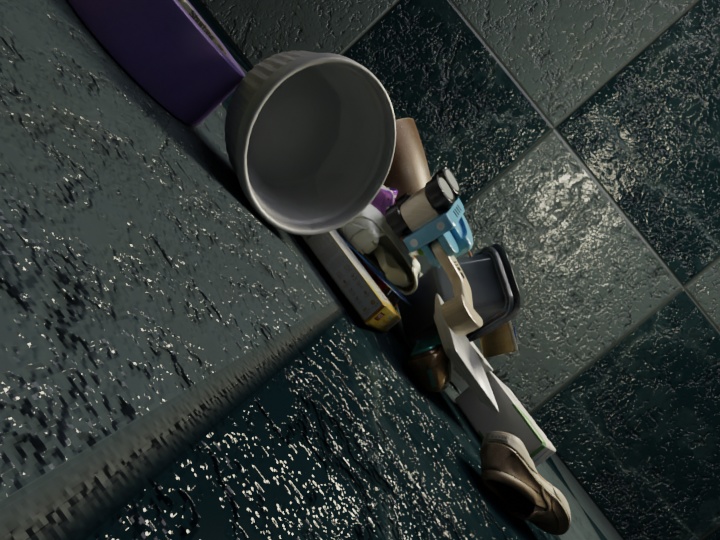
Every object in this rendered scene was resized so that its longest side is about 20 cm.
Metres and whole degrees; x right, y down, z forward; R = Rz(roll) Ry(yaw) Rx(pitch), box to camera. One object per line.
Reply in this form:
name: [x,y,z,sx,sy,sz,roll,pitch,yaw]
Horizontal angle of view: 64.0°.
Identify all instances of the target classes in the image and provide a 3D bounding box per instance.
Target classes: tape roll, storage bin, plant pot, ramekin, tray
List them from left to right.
tape roll: [-0.225,-0.269,0.646,0.201,0.085,0.200,49,7,-8]
ramekin: [-0.065,-0.155,0.675,0.200,0.201,0.105,44,-1,-44]
plant pot: [0.058,-0.131,1.031,0.204,0.184,0.187,64,7,4]
storage bin: [0.152,0.041,0.981,0.200,0.131,0.149,133,-53,-60]
tray: [0.156,0.131,0.869,0.201,0.022,0.109,52,17,-43]

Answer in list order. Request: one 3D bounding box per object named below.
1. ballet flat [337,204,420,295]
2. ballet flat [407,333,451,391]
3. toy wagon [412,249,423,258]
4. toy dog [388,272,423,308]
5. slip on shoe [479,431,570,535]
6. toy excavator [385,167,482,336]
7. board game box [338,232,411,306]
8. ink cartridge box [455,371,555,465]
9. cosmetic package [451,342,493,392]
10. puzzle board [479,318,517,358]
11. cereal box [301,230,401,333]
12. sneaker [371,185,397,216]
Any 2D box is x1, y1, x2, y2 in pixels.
ballet flat: [0.026,-0.035,0.862,0.200,0.069,0.070,44,8,-28]
ballet flat: [0.110,0.141,0.860,0.200,0.066,0.074,6,65,-81]
toy wagon: [0.056,-0.047,1.179,0.200,0.150,0.041,-66,157,-82]
toy dog: [0.098,0.064,1.165,0.133,0.095,0.200,53,21,-9]
slip on shoe: [0.208,0.288,0.732,0.202,0.075,0.061,57,42,-29]
toy excavator: [0.126,-0.028,0.846,0.202,0.099,0.195,56,26,-7]
board game box: [0.000,0.000,0.944,0.200,0.039,0.158,46,4,26]
ink cartridge box: [0.262,0.278,1.029,0.146,0.084,0.200,55,8,30]
cosmetic package: [0.183,0.150,1.205,0.113,0.081,0.201,45,9,-26]
puzzle board: [0.239,0.077,1.052,0.200,0.017,0.155,102,-22,-78]
cereal box: [-0.025,-0.009,0.798,0.201,0.039,0.144,53,4,17]
sneaker: [0.041,-0.067,0.941,0.200,0.114,0.073,44,1,-26]
